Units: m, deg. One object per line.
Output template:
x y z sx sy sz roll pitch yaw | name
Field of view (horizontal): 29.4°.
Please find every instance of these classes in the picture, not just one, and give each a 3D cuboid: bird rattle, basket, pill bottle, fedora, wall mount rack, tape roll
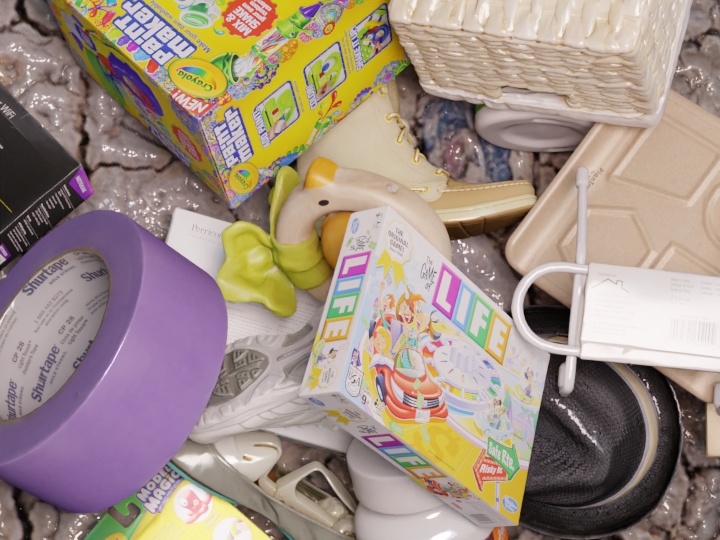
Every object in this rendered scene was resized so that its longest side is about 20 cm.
0.000 0.000 0.991 0.200 0.163 0.113 31 50 4 | bird rattle
0.138 -0.228 1.005 0.198 0.161 0.201 12 84 19 | basket
0.154 -0.208 1.139 0.111 0.111 0.201 6 79 -11 | pill bottle
0.137 0.120 1.042 0.200 0.092 0.201 2 94 30 | fedora
0.057 0.210 1.012 0.109 0.110 0.201 -21 114 -14 | pill bottle
0.209 0.009 0.976 0.199 0.075 0.174 7 82 5 | wall mount rack
-0.194 0.063 0.970 0.085 0.200 0.200 37 73 -37 | tape roll

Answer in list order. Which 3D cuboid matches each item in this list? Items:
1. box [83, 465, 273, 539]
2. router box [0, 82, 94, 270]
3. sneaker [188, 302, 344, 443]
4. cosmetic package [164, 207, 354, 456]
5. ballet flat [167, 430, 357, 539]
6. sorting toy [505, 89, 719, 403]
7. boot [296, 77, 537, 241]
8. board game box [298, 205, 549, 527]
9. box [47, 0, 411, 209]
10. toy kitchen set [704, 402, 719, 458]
-0.113 0.242 1.043 0.200 0.048 0.117 43 75 -4 | box
-0.321 -0.085 1.023 0.149 0.051 0.200 -41 73 -14 | router box
-0.036 0.089 0.978 0.200 0.078 0.099 -24 126 21 | sneaker
-0.071 0.052 1.080 0.199 0.052 0.151 16 79 -9 | cosmetic package
-0.066 0.157 1.042 0.200 0.067 0.064 38 107 -17 | ballet flat
0.239 -0.026 1.039 0.200 0.036 0.185 36 88 18 | sorting toy
0.038 -0.100 1.100 0.199 0.073 0.156 -6 78 13 | boot
0.050 0.068 0.909 0.200 0.034 0.135 40 53 -38 | board game box
-0.099 -0.191 1.042 0.193 0.122 0.200 -42 64 -15 | box
0.243 0.053 1.132 0.180 0.163 0.201 -1 81 17 | toy kitchen set
